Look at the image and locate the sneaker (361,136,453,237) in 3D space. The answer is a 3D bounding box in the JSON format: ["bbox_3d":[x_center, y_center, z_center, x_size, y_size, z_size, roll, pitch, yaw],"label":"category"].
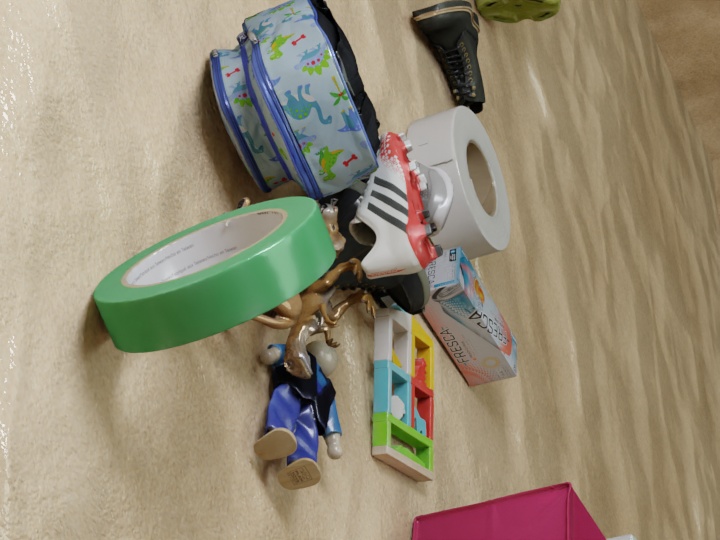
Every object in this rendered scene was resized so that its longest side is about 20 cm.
[{"bbox_3d":[0.028,-0.092,1.871,0.082,0.200,0.075,10,105,-34],"label":"sneaker"}]

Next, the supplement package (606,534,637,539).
[{"bbox_3d":[0.327,0.457,2.301,0.200,0.151,0.151,41,40,-55],"label":"supplement package"}]

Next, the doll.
[{"bbox_3d":[-0.055,0.134,1.716,0.137,0.048,0.200,54,23,-21],"label":"doll"}]

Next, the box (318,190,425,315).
[{"bbox_3d":[0.016,-0.062,2.033,0.200,0.043,0.161,52,31,-45],"label":"box"}]

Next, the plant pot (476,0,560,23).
[{"bbox_3d":[0.250,-0.496,2.751,0.200,0.199,0.185,22,66,-64],"label":"plant pot"}]

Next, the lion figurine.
[{"bbox_3d":[-0.080,0.003,1.667,0.122,0.072,0.201,33,45,-22],"label":"lion figurine"}]

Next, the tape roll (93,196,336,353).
[{"bbox_3d":[-0.120,0.001,1.439,0.048,0.200,0.200,68,22,-14],"label":"tape roll"}]

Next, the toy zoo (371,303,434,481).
[{"bbox_3d":[0.050,0.128,1.988,0.131,0.020,0.201,39,48,-57],"label":"toy zoo"}]

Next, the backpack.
[{"bbox_3d":[-0.062,-0.161,1.733,0.200,0.146,0.184,-114,180,-69],"label":"backpack"}]

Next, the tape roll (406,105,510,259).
[{"bbox_3d":[0.131,-0.114,2.320,0.203,0.070,0.203,49,33,-49],"label":"tape roll"}]

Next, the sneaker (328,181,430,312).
[{"bbox_3d":[0.000,0.000,1.896,0.106,0.075,0.200,-46,136,-14],"label":"sneaker"}]

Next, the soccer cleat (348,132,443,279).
[{"bbox_3d":[0.026,-0.068,1.753,0.200,0.085,0.069,-101,169,-47],"label":"soccer cleat"}]

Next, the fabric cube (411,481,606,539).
[{"bbox_3d":[0.180,0.384,1.923,0.200,0.199,0.197,57,29,-37],"label":"fabric cube"}]

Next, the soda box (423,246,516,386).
[{"bbox_3d":[0.133,0.061,2.204,0.200,0.068,0.064,55,28,-42],"label":"soda box"}]

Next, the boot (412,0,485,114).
[{"bbox_3d":[0.137,-0.301,2.467,0.200,0.077,0.139,2,79,-67],"label":"boot"}]

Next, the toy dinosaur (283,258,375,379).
[{"bbox_3d":[-0.041,0.023,1.737,0.061,0.106,0.200,60,23,-28],"label":"toy dinosaur"}]
